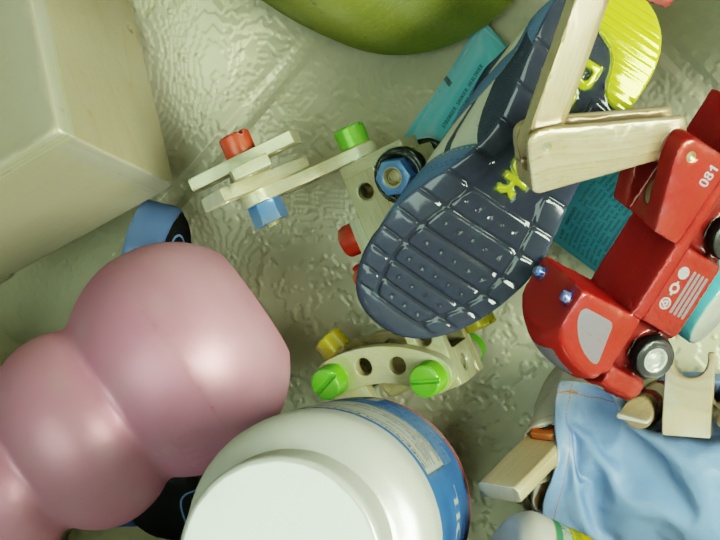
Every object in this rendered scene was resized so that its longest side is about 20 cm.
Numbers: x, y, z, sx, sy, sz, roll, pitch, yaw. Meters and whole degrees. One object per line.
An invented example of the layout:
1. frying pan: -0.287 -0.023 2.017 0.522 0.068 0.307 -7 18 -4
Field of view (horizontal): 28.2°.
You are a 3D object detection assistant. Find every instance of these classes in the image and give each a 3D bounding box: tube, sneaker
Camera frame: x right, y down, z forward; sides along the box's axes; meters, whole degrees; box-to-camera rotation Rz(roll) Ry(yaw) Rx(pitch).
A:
1. tube: 0.112 -0.044 0.752 0.200 0.050 0.078 42 106 21
2. sneaker: -0.104 0.061 0.851 0.077 0.070 0.203 6 101 7
3. sneaker: 0.072 -0.052 0.708 0.074 0.082 0.201 37 98 -9

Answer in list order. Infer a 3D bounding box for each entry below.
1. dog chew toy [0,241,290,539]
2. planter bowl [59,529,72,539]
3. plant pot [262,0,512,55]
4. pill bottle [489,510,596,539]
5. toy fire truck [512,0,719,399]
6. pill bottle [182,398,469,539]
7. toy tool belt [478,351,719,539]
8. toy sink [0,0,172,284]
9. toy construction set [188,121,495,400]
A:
1. dog chew toy: -0.135 0.076 0.745 0.199 0.125 0.125 -36 83 -9
2. planter bowl: -0.253 0.135 0.877 0.198 0.134 0.203 6 102 28
3. plant pot: -0.017 -0.201 0.690 0.185 0.200 0.190 3 98 23
4. pill bottle: 0.141 0.203 0.671 0.198 0.113 0.114 25 108 -2
5. toy fire truck: 0.118 -0.052 0.642 0.140 0.049 0.201 27 102 -26
6. pill bottle: -0.014 0.118 0.647 0.111 0.200 0.114 0 88 11
7. toy tool belt: 0.167 0.098 0.709 0.198 0.123 0.127 -1 99 22
8. toy sink: -0.225 -0.075 0.833 0.199 0.112 0.132 -27 66 21
9. toy construction set: 0.000 0.000 0.778 0.130 0.092 0.201 -24 105 29
